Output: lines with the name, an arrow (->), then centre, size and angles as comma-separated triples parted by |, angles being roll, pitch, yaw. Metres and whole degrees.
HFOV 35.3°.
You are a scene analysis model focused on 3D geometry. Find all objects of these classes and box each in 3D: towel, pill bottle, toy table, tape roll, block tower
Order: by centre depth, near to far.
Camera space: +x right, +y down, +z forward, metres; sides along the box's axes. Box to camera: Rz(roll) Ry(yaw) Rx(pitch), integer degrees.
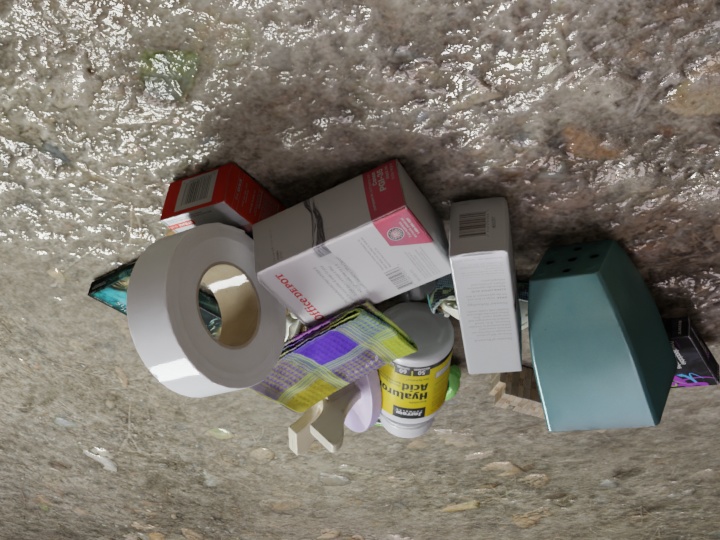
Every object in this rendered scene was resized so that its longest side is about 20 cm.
tape roll -> -0.179, 0.046, 1.343 | 0.071, 0.203, 0.202 | -16, 141, 37
towel -> -0.041, 0.116, 1.438 | 0.200, 0.023, 0.144 | -29, 142, 17
toy table -> -0.052, 0.174, 1.608 | 0.184, 0.117, 0.200 | 29, 138, 45
pill bottle -> 0.072, 0.149, 1.621 | 0.111, 0.111, 0.200 | 7, 137, 6
block tower -> 0.299, 0.195, 1.729 | 0.200, 0.054, 0.058 | 14, 151, -6

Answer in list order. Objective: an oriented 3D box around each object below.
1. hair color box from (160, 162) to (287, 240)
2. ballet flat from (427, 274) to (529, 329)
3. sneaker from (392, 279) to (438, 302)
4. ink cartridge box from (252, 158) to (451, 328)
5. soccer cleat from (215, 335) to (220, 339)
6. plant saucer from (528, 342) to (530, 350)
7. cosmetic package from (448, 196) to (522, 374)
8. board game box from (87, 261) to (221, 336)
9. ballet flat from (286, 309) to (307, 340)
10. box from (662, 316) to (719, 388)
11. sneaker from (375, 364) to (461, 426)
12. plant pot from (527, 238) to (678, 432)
hair color box -> -0.143, -0.047, 1.440 | 0.111, 0.064, 0.200 | -14, 144, 34
ballet flat -> 0.184, 0.049, 1.496 | 0.200, 0.074, 0.074 | 8, 151, 4
sneaker -> 0.000, 0.000, 1.486 | 0.200, 0.073, 0.082 | -11, 128, 24
ink cartridge box -> -0.010, -0.027, 1.352 | 0.200, 0.083, 0.147 | -23, 141, 16
soccer cleat -> -0.179, 0.125, 1.712 | 0.085, 0.069, 0.200 | -9, 166, 0
plant saucer -> 0.335, 0.100, 1.573 | 0.200, 0.032, 0.200 | 7, 150, 4
cosmetic package -> 0.153, 0.022, 1.367 | 0.074, 0.102, 0.200 | -5, 132, 12
board game box -> -0.289, 0.054, 1.698 | 0.200, 0.028, 0.135 | 31, 145, -33
ballet flat -> -0.103, 0.085, 1.644 | 0.068, 0.075, 0.200 | 35, 152, 8
box -> 0.366, 0.118, 1.528 | 0.200, 0.036, 0.143 | -7, 146, 31
sneaker -> 0.071, 0.182, 1.772 | 0.084, 0.077, 0.200 | 33, 135, -23
plant pot -> 0.285, 0.073, 1.389 | 0.141, 0.141, 0.200 | -9, 115, 30
